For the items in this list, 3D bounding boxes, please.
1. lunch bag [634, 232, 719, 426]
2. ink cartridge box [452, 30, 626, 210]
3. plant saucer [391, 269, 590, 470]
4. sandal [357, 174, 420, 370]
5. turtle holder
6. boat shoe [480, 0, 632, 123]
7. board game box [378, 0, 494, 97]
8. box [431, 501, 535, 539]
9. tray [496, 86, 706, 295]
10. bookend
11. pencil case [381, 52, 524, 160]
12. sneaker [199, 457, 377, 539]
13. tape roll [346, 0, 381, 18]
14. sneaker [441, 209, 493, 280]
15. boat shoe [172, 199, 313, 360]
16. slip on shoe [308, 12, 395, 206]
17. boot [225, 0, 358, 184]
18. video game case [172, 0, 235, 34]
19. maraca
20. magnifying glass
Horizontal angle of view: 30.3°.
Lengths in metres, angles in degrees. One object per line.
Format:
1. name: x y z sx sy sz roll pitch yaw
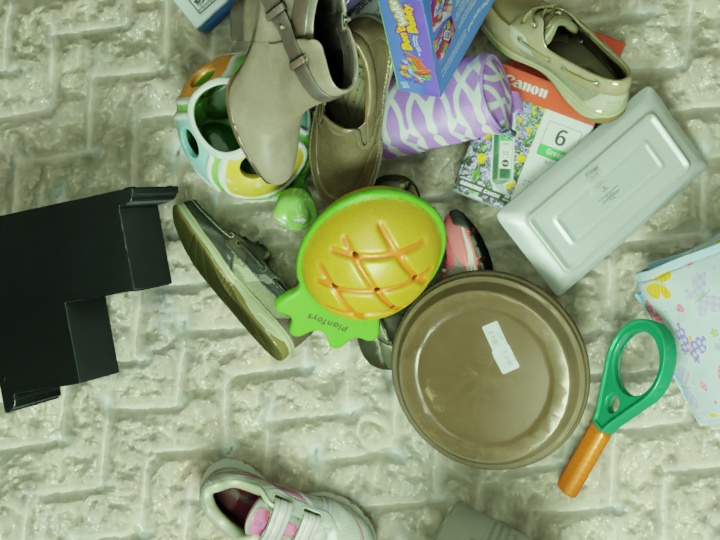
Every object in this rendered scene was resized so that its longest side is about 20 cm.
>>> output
1. lunch bag: 0.372 0.041 1.247 0.200 0.127 0.170 -27 84 38
2. ink cartridge box: 0.178 -0.152 1.317 0.109 0.050 0.201 22 95 10
3. plant saucer: 0.121 0.100 1.283 0.199 0.029 0.201 4 101 20
4. sandal: 0.031 0.000 1.349 0.081 0.055 0.201 -1 105 16
5. turtle holder: -0.116 -0.127 1.329 0.140 0.132 0.186 -6 90 10
6. boat shoe: 0.184 -0.227 1.279 0.072 0.065 0.200 -34 67 -20
7. board game box: 0.083 -0.278 1.219 0.045 0.135 0.200 14 56 23
8. box: 0.096 0.350 1.264 0.130 0.199 0.201 26 96 9
9. tray: 0.238 -0.076 1.287 0.200 0.022 0.107 -40 103 -3
10. bookend: -0.276 0.028 1.360 0.199 0.092 0.200 -11 90 22
11. pencil case: 0.056 -0.154 1.293 0.199 0.085 0.084 -8 85 28
12. sneaker: -0.082 0.258 1.350 0.199 0.088 0.082 17 94 9
13. tape roll: -0.011 -0.282 1.274 0.085 0.200 0.200 41 97 8
14. sneaker: 0.094 0.041 1.324 0.086 0.074 0.201 -11 89 11
15. boat shoe: -0.118 0.001 1.369 0.066 0.072 0.201 -32 71 -20
16. slip on shoe: -0.012 -0.140 1.242 0.076 0.061 0.201 25 124 13
17. boot: -0.056 -0.168 1.183 0.146 0.070 0.201 12 120 50
18. video game case: -0.147 -0.380 1.375 0.200 0.045 0.181 -40 85 8
19. maraca: 0.000 0.000 1.273 0.137 0.107 0.200 21 125 -20
20. magnifying glass: 0.246 0.136 1.294 0.022 0.080 0.200 12 116 -32
